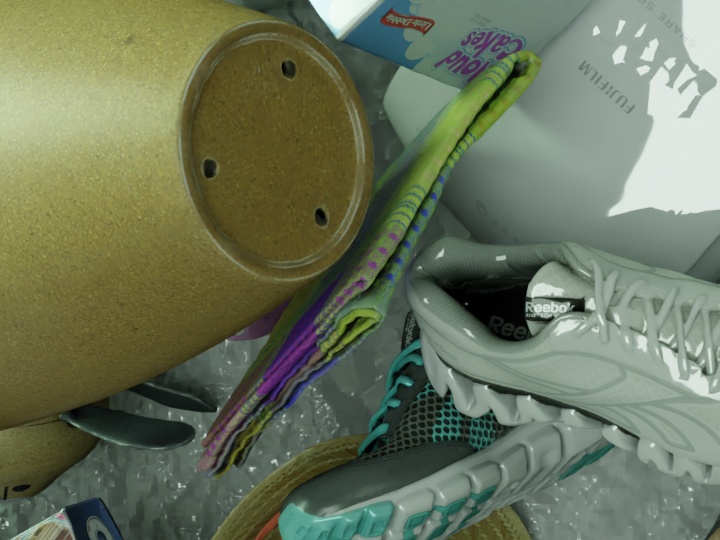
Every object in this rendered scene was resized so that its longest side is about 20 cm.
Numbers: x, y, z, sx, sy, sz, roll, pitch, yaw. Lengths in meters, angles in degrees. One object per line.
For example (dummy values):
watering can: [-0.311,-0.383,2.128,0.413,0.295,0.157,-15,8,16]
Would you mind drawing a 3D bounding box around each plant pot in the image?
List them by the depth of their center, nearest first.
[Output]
plant pot: [-0.096,-0.033,0.994,0.200,0.186,0.187,-5,99,47]

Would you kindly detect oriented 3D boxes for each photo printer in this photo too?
photo printer: [0.116,-0.085,1.094,0.166,0.069,0.200,44,107,12]

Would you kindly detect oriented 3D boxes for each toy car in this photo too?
toy car: [-0.166,0.077,1.165,0.199,0.164,0.158,-3,98,3]

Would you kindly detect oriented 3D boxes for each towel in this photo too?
towel: [0.000,0.000,1.058,0.023,0.144,0.200,35,147,-5]

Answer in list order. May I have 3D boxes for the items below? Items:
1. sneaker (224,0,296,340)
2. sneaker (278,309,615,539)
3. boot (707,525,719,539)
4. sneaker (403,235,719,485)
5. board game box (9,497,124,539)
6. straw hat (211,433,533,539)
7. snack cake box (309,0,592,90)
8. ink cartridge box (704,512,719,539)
sneaker: [-0.072,-0.069,1.154,0.088,0.080,0.201,-3,98,26]
sneaker: [0.035,0.060,1.101,0.091,0.200,0.078,56,140,14]
boot: [0.196,0.177,0.973,0.200,0.074,0.155,34,111,13]
sneaker: [0.106,0.029,1.003,0.199,0.081,0.075,8,63,25]
board game box: [-0.161,0.199,1.098,0.200,0.035,0.136,-30,83,23]
straw hat: [-0.018,0.158,1.163,0.085,0.201,0.202,15,107,55]
snack cake box: [-0.006,-0.169,1.059,0.067,0.115,0.200,-44,61,17]
ink cartridge box: [0.250,0.138,1.059,0.200,0.145,0.145,46,107,4]
